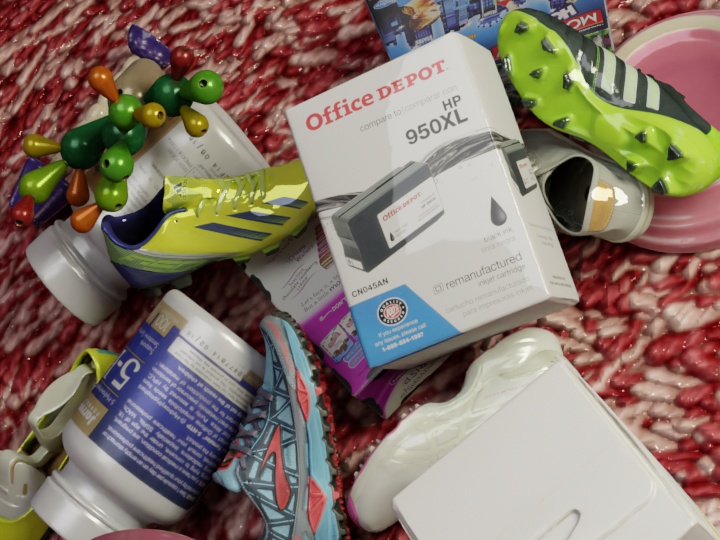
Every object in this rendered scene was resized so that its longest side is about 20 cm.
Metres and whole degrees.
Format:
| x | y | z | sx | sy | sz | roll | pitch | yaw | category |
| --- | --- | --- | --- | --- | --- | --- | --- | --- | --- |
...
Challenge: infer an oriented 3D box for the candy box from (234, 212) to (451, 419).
| x | y | z | sx | sy | sz | roll | pitch | yaw | category |
| --- | --- | --- | --- | --- | --- | --- | --- | --- | --- |
| 0.000 | 0.000 | 1.330 | 0.136 | 0.061 | 0.200 | -45 | 54 | 2 | candy box |

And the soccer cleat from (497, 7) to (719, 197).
| x | y | z | sx | sy | sz | roll | pitch | yaw | category |
| --- | --- | --- | --- | --- | --- | --- | --- | --- | --- |
| 0.181 | -0.122 | 1.213 | 0.200 | 0.081 | 0.068 | 42 | 130 | 25 | soccer cleat |

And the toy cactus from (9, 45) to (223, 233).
| x | y | z | sx | sy | sz | roll | pitch | yaw | category |
| --- | --- | --- | --- | --- | --- | --- | --- | --- | --- |
| -0.193 | -0.122 | 1.340 | 0.200 | 0.102 | 0.165 | -39 | 23 | 25 | toy cactus |

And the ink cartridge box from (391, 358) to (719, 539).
| x | y | z | sx | sy | sz | roll | pitch | yaw | category |
| --- | --- | --- | --- | --- | --- | --- | --- | --- | --- |
| 0.144 | 0.182 | 1.070 | 0.147 | 0.200 | 0.145 | -41 | 54 | 4 | ink cartridge box |

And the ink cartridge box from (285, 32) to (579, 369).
| x | y | z | sx | sy | sz | roll | pitch | yaw | category |
| --- | --- | --- | --- | --- | --- | --- | --- | --- | --- |
| 0.049 | -0.047 | 1.204 | 0.144 | 0.084 | 0.201 | -23 | 79 | 19 | ink cartridge box |

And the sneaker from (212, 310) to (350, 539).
| x | y | z | sx | sy | sz | roll | pitch | yaw | category |
| --- | --- | --- | --- | --- | --- | --- | --- | --- | --- |
| -0.064 | 0.131 | 1.241 | 0.095 | 0.079 | 0.202 | -9 | 82 | -1 | sneaker |

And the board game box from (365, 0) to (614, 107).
| x | y | z | sx | sy | sz | roll | pitch | yaw | category |
| --- | --- | --- | --- | --- | --- | --- | --- | --- | --- |
| 0.103 | -0.167 | 1.328 | 0.199 | 0.062 | 0.201 | -16 | 44 | 17 | board game box |

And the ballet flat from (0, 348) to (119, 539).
| x | y | z | sx | sy | sz | roll | pitch | yaw | category |
| --- | --- | --- | --- | --- | --- | --- | --- | --- | --- |
| -0.260 | 0.148 | 1.394 | 0.067 | 0.067 | 0.201 | 30 | 83 | 36 | ballet flat |

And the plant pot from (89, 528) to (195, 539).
| x | y | z | sx | sy | sz | roll | pitch | yaw | category |
| --- | --- | --- | --- | --- | --- | --- | --- | --- | --- |
| -0.158 | 0.294 | 1.200 | 0.199 | 0.200 | 0.180 | -19 | 42 | 19 | plant pot |

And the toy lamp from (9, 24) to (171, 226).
| x | y | z | sx | sy | sz | roll | pitch | yaw | category |
| --- | --- | --- | --- | --- | --- | --- | --- | --- | --- |
| -0.246 | -0.130 | 1.534 | 0.058 | 0.058 | 0.201 | 30 | 83 | 36 | toy lamp |

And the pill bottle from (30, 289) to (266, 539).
| x | y | z | sx | sy | sz | roll | pitch | yaw | category |
| --- | --- | --- | --- | --- | --- | --- | --- | --- | --- |
| -0.161 | 0.127 | 1.317 | 0.119 | 0.120 | 0.200 | 34 | 84 | 36 | pill bottle |

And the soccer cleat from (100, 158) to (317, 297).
| x | y | z | sx | sy | sz | roll | pitch | yaw | category |
| --- | --- | --- | --- | --- | --- | --- | --- | --- | --- |
| -0.112 | -0.047 | 1.318 | 0.199 | 0.084 | 0.065 | -24 | 28 | 16 | soccer cleat |

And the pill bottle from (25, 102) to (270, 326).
| x | y | z | sx | sy | sz | roll | pitch | yaw | category |
| --- | --- | --- | --- | --- | --- | --- | --- | --- | --- |
| -0.179 | -0.052 | 1.421 | 0.200 | 0.114 | 0.115 | -41 | 53 | 4 | pill bottle |

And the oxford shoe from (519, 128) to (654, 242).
| x | y | z | sx | sy | sz | roll | pitch | yaw | category |
| --- | --- | --- | --- | --- | --- | --- | --- | --- | --- |
| 0.135 | -0.066 | 1.259 | 0.200 | 0.057 | 0.076 | 24 | 108 | 56 | oxford shoe |

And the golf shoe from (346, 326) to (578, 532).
| x | y | z | sx | sy | sz | roll | pitch | yaw | category |
| --- | --- | --- | --- | --- | --- | --- | --- | --- | --- |
| 0.078 | 0.130 | 1.215 | 0.200 | 0.075 | 0.092 | -42 | 57 | 5 | golf shoe |

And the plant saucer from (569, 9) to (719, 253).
| x | y | z | sx | sy | sz | roll | pitch | yaw | category |
| --- | --- | --- | --- | --- | --- | --- | --- | --- | --- |
| 0.245 | -0.113 | 1.259 | 0.199 | 0.051 | 0.202 | -12 | 60 | 22 | plant saucer |
